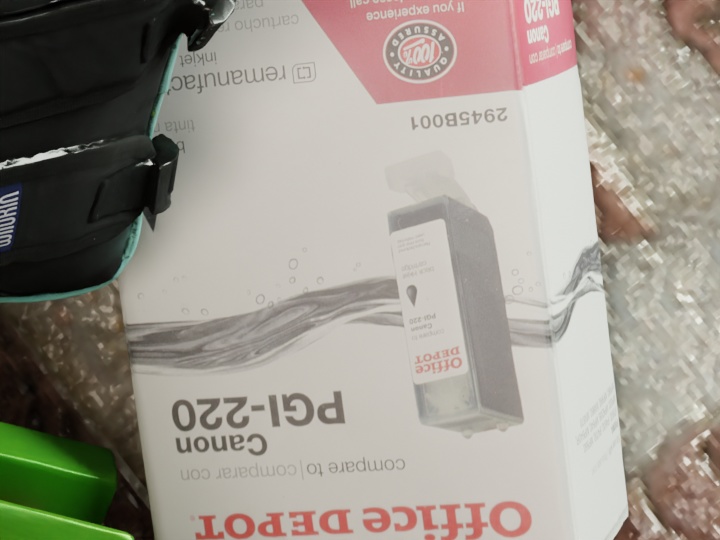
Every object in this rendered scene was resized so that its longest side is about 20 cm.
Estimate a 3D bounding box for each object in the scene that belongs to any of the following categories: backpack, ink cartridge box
[{"bbox_3d":[-0.160,-0.073,0.674,0.153,0.200,0.176,56,144,27],"label":"backpack"},{"bbox_3d":[0.000,0.000,0.782,0.146,0.085,0.200,-5,100,17],"label":"ink cartridge box"}]

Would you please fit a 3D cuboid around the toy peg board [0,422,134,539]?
[{"bbox_3d":[-0.140,0.145,0.748,0.098,0.200,0.199,17,111,-19],"label":"toy peg board"}]
